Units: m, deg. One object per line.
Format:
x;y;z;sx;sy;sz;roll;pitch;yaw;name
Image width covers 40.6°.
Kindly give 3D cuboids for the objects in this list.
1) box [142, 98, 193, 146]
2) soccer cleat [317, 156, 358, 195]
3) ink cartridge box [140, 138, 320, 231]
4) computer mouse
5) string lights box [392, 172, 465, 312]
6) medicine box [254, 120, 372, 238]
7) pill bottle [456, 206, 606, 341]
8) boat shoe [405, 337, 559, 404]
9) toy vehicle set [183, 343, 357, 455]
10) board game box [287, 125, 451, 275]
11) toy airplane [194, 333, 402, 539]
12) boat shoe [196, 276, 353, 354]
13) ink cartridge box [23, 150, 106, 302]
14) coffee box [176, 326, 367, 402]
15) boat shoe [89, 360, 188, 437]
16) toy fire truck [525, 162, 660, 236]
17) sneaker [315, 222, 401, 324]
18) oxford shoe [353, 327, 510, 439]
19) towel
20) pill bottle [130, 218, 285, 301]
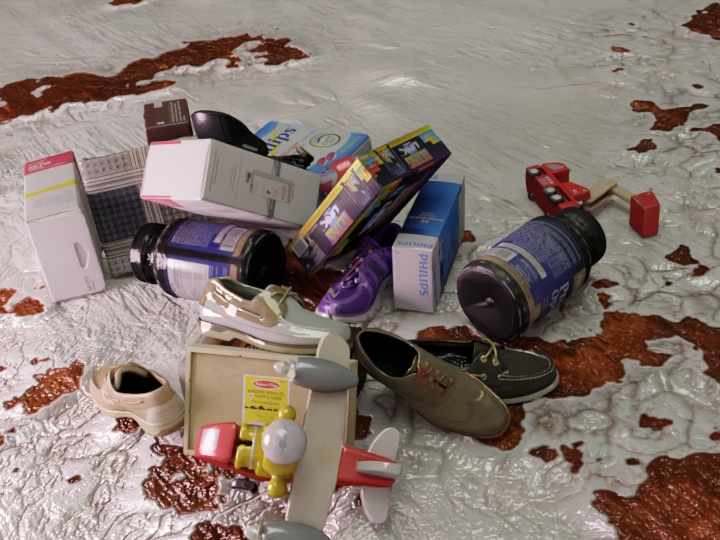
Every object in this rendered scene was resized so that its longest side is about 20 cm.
-0.284;-0.153;1.512;0.074;0.201;0.100;-12;33;-7;box
-0.017;-0.123;1.455;0.076;0.067;0.200;-16;-10;7;soccer cleat
-0.176;-0.114;1.338;0.146;0.083;0.199;4;-7;45;ink cartridge box
-0.150;-0.169;1.384;0.139;0.200;0.046;8;79;20;computer mouse
0.099;-0.043;1.353;0.059;0.103;0.200;7;36;16;string lights box
-0.105;-0.145;1.552;0.199;0.104;0.182;12;38;26;medicine box
0.227;-0.003;1.259;0.199;0.112;0.112;-33;41;-32;pill bottle
0.133;0.113;1.151;0.200;0.061;0.072;-2;34;9;boat shoe
-0.102;0.154;1.088;0.199;0.125;0.026;4;3;18;toy vehicle set
0.011;-0.094;1.315;0.057;0.200;0.165;51;44;9;board game box
-0.053;0.189;0.983;0.199;0.141;0.200;-35;65;-5;toy airplane
-0.101;0.051;1.123;0.199;0.069;0.075;8;8;21;boat shoe
-0.448;-0.069;1.470;0.083;0.146;0.200;-16;34;-10;ink cartridge box
-0.103;0.122;1.171;0.198;0.080;0.113;4;34;17;coffee box
-0.274;0.139;1.176;0.071;0.065;0.199;-36;30;-33;boat shoe
0.342;-0.109;1.452;0.140;0.049;0.200;-13;33;-7;toy fire truck
0.000;0.000;1.330;0.080;0.084;0.200;11;38;26;sneaker
0.075;0.128;1.087;0.199;0.075;0.071;26;81;12;oxford shoe
-0.295;-0.096;1.437;0.198;0.194;0.035;-11;25;-2;towel
-0.215;-0.012;1.354;0.199;0.112;0.112;9;37;24;pill bottle
